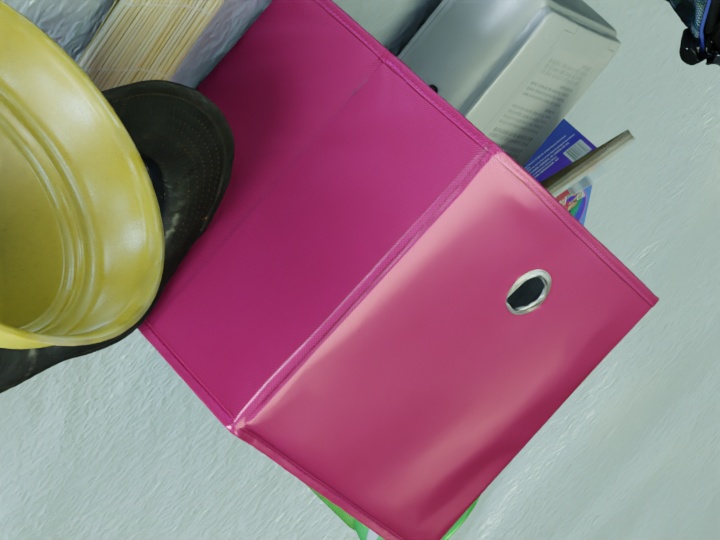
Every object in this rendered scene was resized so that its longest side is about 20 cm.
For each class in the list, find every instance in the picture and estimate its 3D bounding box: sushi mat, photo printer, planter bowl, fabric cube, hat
[{"bbox_3d":[-0.141,-0.073,1.511,0.200,0.012,0.096,-55,158,21],"label":"sushi mat"},{"bbox_3d":[0.059,-0.092,1.789,0.200,0.069,0.166,-51,161,12],"label":"photo printer"},{"bbox_3d":[-0.188,-0.032,1.266,0.083,0.201,0.200,-39,166,31],"label":"planter bowl"},{"bbox_3d":[0.000,0.000,1.584,0.199,0.200,0.196,-48,138,2],"label":"fabric cube"},{"bbox_3d":[-0.162,-0.034,1.435,0.200,0.081,0.201,-34,150,-23],"label":"hat"}]

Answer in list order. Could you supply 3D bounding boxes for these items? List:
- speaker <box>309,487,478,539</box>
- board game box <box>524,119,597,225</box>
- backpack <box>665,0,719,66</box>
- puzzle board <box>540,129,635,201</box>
[{"bbox_3d":[-0.020,0.087,1.776,0.088,0.200,0.088,-40,159,-19],"label":"speaker"},{"bbox_3d":[0.074,-0.005,2.016,0.200,0.045,0.135,-38,158,-22],"label":"board game box"},{"bbox_3d":[0.232,-0.254,1.720,0.183,0.147,0.200,-39,162,-19],"label":"backpack"},{"bbox_3d":[0.080,-0.020,1.837,0.151,0.017,0.200,-36,-179,-22],"label":"puzzle board"}]
